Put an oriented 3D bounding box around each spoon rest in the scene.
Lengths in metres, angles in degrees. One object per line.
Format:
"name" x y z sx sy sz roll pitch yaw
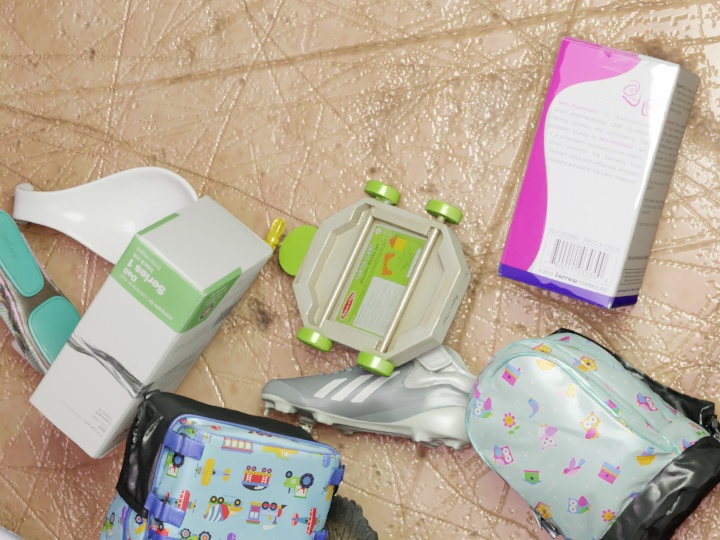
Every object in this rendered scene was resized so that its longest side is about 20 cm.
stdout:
"spoon rest" -0.237 -0.050 1.645 0.199 0.061 0.100 7 93 21

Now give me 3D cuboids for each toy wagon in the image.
"toy wagon" 0.000 0.000 1.551 0.200 0.040 0.156 20 81 36

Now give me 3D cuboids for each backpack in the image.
"backpack" -0.121 0.219 1.488 0.182 0.134 0.201 18 92 -26
"backpack" 0.185 0.137 1.458 0.200 0.127 0.167 44 108 17

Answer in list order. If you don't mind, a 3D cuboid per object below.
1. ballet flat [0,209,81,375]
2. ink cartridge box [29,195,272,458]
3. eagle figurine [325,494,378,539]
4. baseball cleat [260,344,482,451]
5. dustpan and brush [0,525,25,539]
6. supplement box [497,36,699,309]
"ballet flat" -0.312 0.035 1.665 0.071 0.069 0.200 -27 97 43
"ink cartridge box" -0.182 0.049 1.557 0.084 0.146 0.200 40 115 6
"eagle figurine" 0.004 0.298 1.528 0.200 0.152 0.151 25 119 13
"baseball cleat" 0.014 0.097 1.561 0.199 0.070 0.107 10 78 18
"dustpan and brush" -0.378 0.329 1.710 0.139 0.057 0.200 28 94 5
"supplement box" 0.196 -0.079 1.464 0.101 0.103 0.201 18 98 20
